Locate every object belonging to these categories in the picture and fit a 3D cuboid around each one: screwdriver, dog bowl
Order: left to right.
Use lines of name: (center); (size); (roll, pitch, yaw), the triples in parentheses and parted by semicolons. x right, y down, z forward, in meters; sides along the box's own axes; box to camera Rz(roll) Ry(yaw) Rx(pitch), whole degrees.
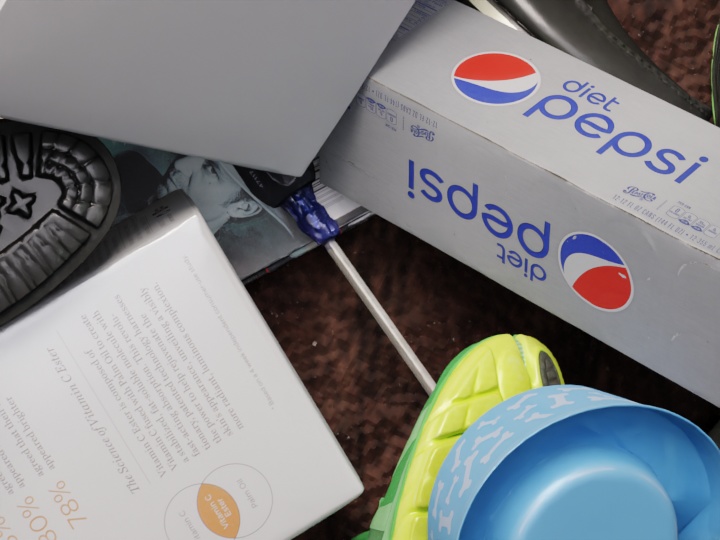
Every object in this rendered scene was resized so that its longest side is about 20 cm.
screwdriver: (0.000, 0.000, 0.898); (0.029, 0.028, 0.200); (-40, 87, 23)
dog bowl: (0.077, 0.133, 0.825); (0.111, 0.050, 0.201); (-10, 112, -18)

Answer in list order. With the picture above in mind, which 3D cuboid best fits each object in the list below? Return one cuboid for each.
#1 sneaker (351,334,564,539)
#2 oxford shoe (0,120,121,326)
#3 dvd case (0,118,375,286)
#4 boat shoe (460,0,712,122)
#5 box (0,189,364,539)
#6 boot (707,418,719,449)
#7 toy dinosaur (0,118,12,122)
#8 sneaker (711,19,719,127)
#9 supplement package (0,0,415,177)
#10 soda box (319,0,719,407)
sneaker: (0.017, 0.114, 0.872); (0.074, 0.083, 0.201); (18, 96, -36)
oxford shoe: (-0.172, 0.001, 0.821); (0.199, 0.084, 0.073); (-26, 93, 11)
dvd case: (-0.114, -0.039, 0.922); (0.199, 0.022, 0.146); (-29, 86, -3)
boat shoe: (0.065, -0.120, 0.907); (0.201, 0.074, 0.063); (42, 93, 7)
box: (-0.118, 0.075, 0.859); (0.199, 0.097, 0.125); (-31, 100, -3)
boot: (0.160, 0.054, 0.908); (0.199, 0.068, 0.131); (-4, 72, -1)
toy dinosaur: (-0.177, -0.062, 0.848); (0.102, 0.200, 0.077); (-2, 109, -25)
sneaker: (0.168, -0.039, 0.873); (0.076, 0.084, 0.201); (-8, 64, 3)
supplement package: (-0.068, -0.134, 0.768); (0.111, 0.200, 0.156); (42, 107, 29)
soda box: (0.077, -0.031, 0.842); (0.200, 0.068, 0.063); (29, 50, 30)
